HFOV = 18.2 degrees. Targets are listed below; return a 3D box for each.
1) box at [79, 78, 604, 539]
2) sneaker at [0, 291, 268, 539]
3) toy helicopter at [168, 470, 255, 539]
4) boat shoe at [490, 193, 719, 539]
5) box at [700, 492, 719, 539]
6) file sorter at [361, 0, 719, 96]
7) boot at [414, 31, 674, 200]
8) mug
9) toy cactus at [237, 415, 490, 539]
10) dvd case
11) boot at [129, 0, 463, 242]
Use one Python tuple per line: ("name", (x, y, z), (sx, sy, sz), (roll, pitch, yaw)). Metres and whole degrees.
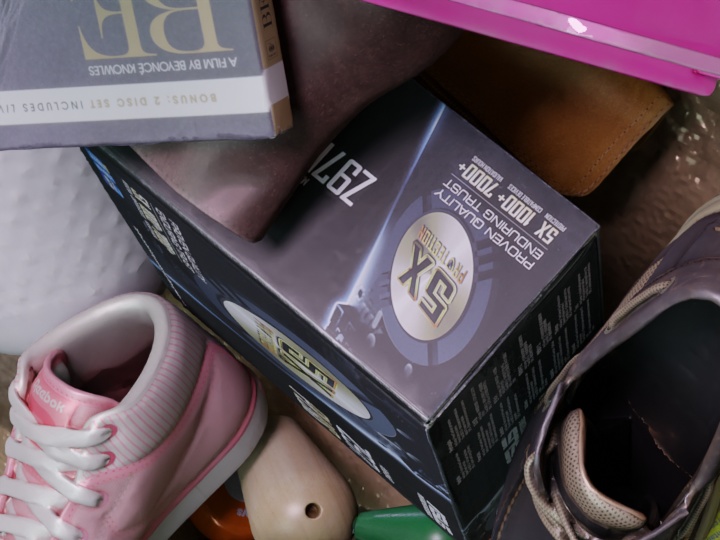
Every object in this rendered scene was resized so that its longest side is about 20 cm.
("box", (0.000, 0.000, 0.800), (0.164, 0.086, 0.200), (39, 170, 17))
("sneaker", (-0.124, 0.093, 0.883), (0.075, 0.200, 0.105), (29, 163, 33))
("toy helicopter", (-0.086, 0.172, 0.951), (0.132, 0.200, 0.079), (52, 145, 13))
("boat shoe", (0.081, 0.056, 0.720), (0.074, 0.073, 0.200), (39, 130, 19))
("box", (0.159, 0.124, 0.771), (0.200, 0.048, 0.117), (54, 133, 7))
("file sorter", (0.098, -0.146, 0.578), (0.125, 0.139, 0.200), (26, 102, 56))
("boot", (0.056, -0.106, 0.792), (0.144, 0.071, 0.201), (39, 136, 9))
("mug", (-0.120, -0.068, 0.909), (0.200, 0.148, 0.176), (-13, 115, 11))
("toy cactus", (-0.006, 0.129, 0.912), (0.102, 0.200, 0.165), (71, 172, -45))
("dvd case", (-0.104, -0.132, 0.653), (0.148, 0.016, 0.200), (-1, 110, 26))
("boot", (-0.050, -0.129, 0.674), (0.200, 0.072, 0.166), (45, 106, 8))
